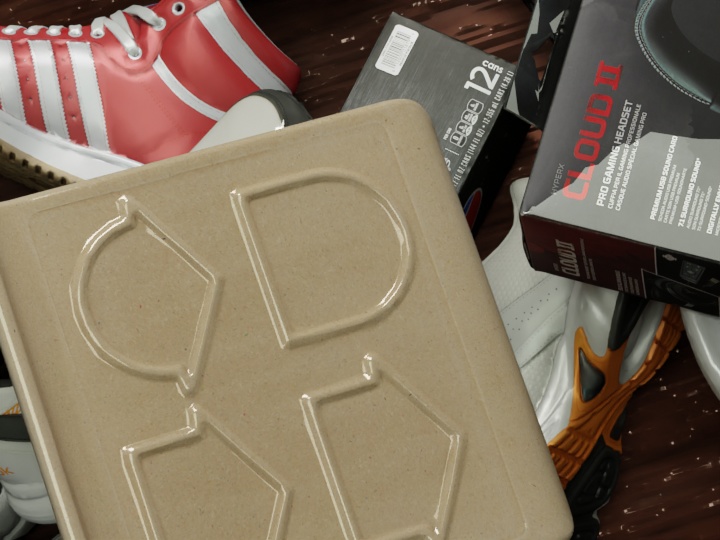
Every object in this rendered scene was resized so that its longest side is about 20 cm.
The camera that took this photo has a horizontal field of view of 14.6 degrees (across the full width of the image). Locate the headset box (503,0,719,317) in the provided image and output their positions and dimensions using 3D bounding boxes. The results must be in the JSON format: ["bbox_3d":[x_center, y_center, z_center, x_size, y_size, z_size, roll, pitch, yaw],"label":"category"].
[{"bbox_3d":[0.156,-0.059,1.058,0.199,0.077,0.149,15,75,11],"label":"headset box"}]

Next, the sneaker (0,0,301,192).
[{"bbox_3d":[-0.123,-0.092,1.201,0.199,0.071,0.113,25,79,-2],"label":"sneaker"}]

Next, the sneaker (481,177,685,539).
[{"bbox_3d":[0.062,0.054,1.148,0.092,0.076,0.201,22,80,37],"label":"sneaker"}]

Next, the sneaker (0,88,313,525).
[{"bbox_3d":[-0.089,0.003,1.109,0.074,0.080,0.200,16,65,52],"label":"sneaker"}]

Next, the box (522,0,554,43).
[{"bbox_3d":[0.140,-0.193,1.216,0.198,0.050,0.200,-33,70,-4],"label":"box"}]

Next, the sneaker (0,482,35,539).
[{"bbox_3d":[-0.176,0.073,1.135,0.079,0.130,0.200,29,79,15],"label":"sneaker"}]

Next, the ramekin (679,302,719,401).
[{"bbox_3d":[0.226,0.005,1.118,0.201,0.094,0.203,-2,72,7],"label":"ramekin"}]

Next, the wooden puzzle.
[{"bbox_3d":[-0.035,0.044,1.064,0.199,0.046,0.186,-15,79,-23],"label":"wooden puzzle"}]

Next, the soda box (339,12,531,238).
[{"bbox_3d":[0.000,0.000,1.163,0.063,0.071,0.201,25,78,14],"label":"soda box"}]

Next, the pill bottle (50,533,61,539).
[{"bbox_3d":[-0.130,0.181,1.104,0.200,0.111,0.111,-37,71,-4],"label":"pill bottle"}]
